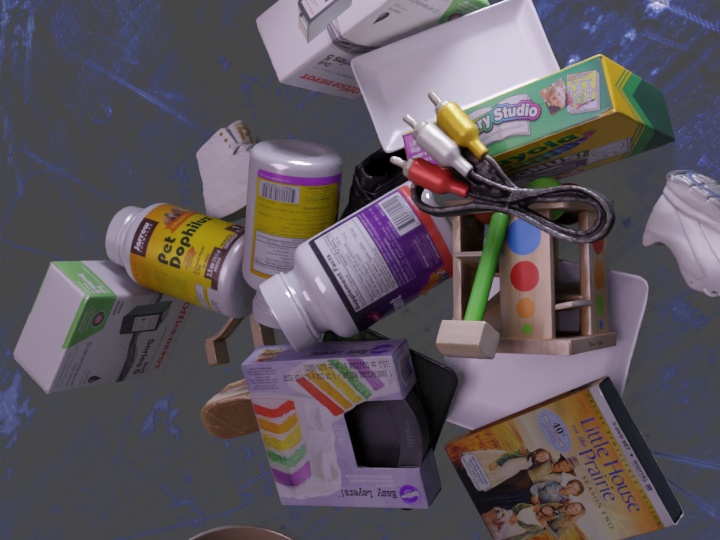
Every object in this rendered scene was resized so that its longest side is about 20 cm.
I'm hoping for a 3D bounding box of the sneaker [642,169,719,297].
[{"bbox_3d":[0.341,-0.007,0.806,0.200,0.074,0.087,47,126,33],"label":"sneaker"}]

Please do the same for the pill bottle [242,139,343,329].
[{"bbox_3d":[-0.079,-0.039,1.020,0.104,0.104,0.201,22,116,33],"label":"pill bottle"}]

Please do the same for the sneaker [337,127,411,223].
[{"bbox_3d":[0.016,-0.085,1.008,0.076,0.091,0.200,45,116,26],"label":"sneaker"}]

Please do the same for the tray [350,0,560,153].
[{"bbox_3d":[0.099,-0.202,0.938,0.199,0.022,0.108,-21,83,-1],"label":"tray"}]

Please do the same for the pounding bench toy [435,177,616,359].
[{"bbox_3d":[0.139,-0.005,0.818,0.124,0.200,0.157,-1,90,34],"label":"pounding bench toy"}]

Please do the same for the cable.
[{"bbox_3d":[0.109,-0.066,0.757,0.200,0.050,0.097,37,106,30],"label":"cable"}]

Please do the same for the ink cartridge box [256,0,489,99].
[{"bbox_3d":[0.013,-0.275,0.968,0.200,0.145,0.084,-29,75,32],"label":"ink cartridge box"}]

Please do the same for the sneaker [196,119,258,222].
[{"bbox_3d":[-0.130,-0.138,1.120,0.199,0.074,0.116,-19,83,34],"label":"sneaker"}]

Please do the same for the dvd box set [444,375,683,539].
[{"bbox_3d":[0.192,0.203,0.888,0.200,0.029,0.147,-31,85,40],"label":"dvd box set"}]

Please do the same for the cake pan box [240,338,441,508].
[{"bbox_3d":[-0.017,0.170,0.997,0.199,0.052,0.185,-5,110,26],"label":"cake pan box"}]

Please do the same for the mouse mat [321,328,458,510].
[{"bbox_3d":[0.013,0.161,1.012,0.160,0.008,0.201,24,119,17],"label":"mouse mat"}]

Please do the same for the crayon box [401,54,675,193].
[{"bbox_3d":[0.169,-0.124,0.852,0.199,0.172,0.059,-18,80,33],"label":"crayon box"}]

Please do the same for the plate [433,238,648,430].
[{"bbox_3d":[0.183,0.083,0.928,0.199,0.032,0.201,16,98,34],"label":"plate"}]

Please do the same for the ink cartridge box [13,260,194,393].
[{"bbox_3d":[-0.324,0.067,1.178,0.084,0.200,0.146,37,110,26],"label":"ink cartridge box"}]

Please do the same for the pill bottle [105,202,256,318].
[{"bbox_3d":[-0.213,-0.019,1.119,0.199,0.109,0.110,17,99,23],"label":"pill bottle"}]

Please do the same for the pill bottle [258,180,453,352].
[{"bbox_3d":[0.000,0.000,0.943,0.200,0.111,0.112,-30,70,-2],"label":"pill bottle"}]

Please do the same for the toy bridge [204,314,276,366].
[{"bbox_3d":[-0.125,0.067,1.144,0.199,0.027,0.068,-20,76,33],"label":"toy bridge"}]

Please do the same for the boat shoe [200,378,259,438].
[{"bbox_3d":[-0.093,0.149,1.091,0.199,0.069,0.074,-9,113,14],"label":"boat shoe"}]

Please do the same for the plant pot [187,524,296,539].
[{"bbox_3d":[-0.148,0.445,1.084,0.187,0.187,0.201,25,118,32],"label":"plant pot"}]
